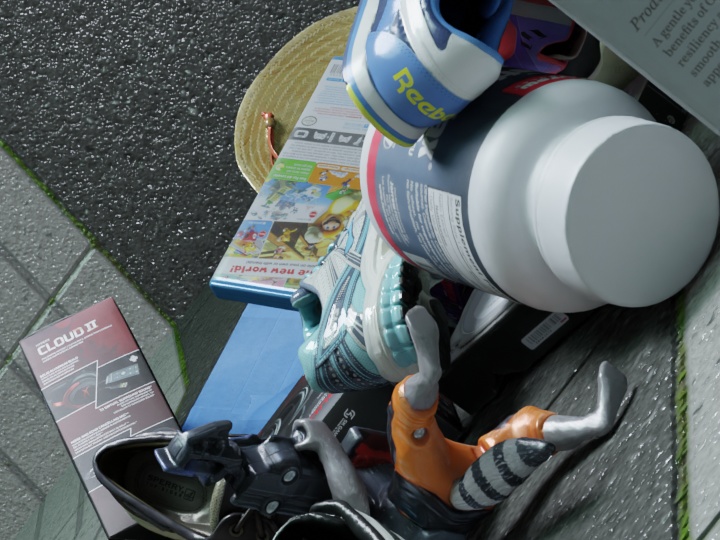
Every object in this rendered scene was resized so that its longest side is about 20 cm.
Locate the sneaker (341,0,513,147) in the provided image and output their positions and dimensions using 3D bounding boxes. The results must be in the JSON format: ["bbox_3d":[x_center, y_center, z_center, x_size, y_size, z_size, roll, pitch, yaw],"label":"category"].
[{"bbox_3d":[0.043,-0.160,1.228,0.082,0.074,0.201,-27,49,39],"label":"sneaker"}]

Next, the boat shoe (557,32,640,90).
[{"bbox_3d":[0.155,-0.141,1.445,0.073,0.063,0.201,-12,-18,-9],"label":"boat shoe"}]

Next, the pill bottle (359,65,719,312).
[{"bbox_3d":[0.093,-0.043,1.224,0.120,0.120,0.200,-55,27,-9],"label":"pill bottle"}]

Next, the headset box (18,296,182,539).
[{"bbox_3d":[-0.152,0.127,1.584,0.075,0.200,0.149,-26,-39,-7],"label":"headset box"}]

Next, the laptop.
[{"bbox_3d":[-0.016,0.026,1.690,0.200,0.116,0.187,-59,4,35],"label":"laptop"}]

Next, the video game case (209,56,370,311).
[{"bbox_3d":[0.004,-0.055,1.539,0.143,0.018,0.200,9,56,30],"label":"video game case"}]

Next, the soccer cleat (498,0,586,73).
[{"bbox_3d":[0.098,-0.132,1.367,0.200,0.073,0.069,24,-101,-77],"label":"soccer cleat"}]

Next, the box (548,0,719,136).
[{"bbox_3d":[0.192,-0.187,1.177,0.199,0.171,0.200,-52,8,10],"label":"box"}]

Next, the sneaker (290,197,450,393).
[{"bbox_3d":[0.000,0.000,1.372,0.086,0.078,0.200,-21,26,15],"label":"sneaker"}]

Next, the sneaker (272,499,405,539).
[{"bbox_3d":[0.011,0.138,1.040,0.076,0.115,0.200,-55,7,-13],"label":"sneaker"}]

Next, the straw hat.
[{"bbox_3d":[0.015,-0.085,1.639,0.201,0.200,0.085,-57,-27,-27],"label":"straw hat"}]

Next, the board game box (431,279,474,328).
[{"bbox_3d":[0.092,-0.068,1.514,0.120,0.032,0.201,78,-146,-75],"label":"board game box"}]

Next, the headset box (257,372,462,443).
[{"bbox_3d":[-0.016,0.118,1.446,0.149,0.077,0.200,-53,6,7],"label":"headset box"}]

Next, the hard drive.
[{"bbox_3d":[0.120,-0.021,1.394,0.140,0.038,0.200,-45,11,48],"label":"hard drive"}]

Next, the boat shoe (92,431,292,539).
[{"bbox_3d":[-0.065,0.131,1.333,0.065,0.199,0.072,26,-103,-58],"label":"boat shoe"}]

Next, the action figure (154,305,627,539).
[{"bbox_3d":[0.010,0.107,1.132,0.194,0.199,0.105,-57,42,34],"label":"action figure"}]
